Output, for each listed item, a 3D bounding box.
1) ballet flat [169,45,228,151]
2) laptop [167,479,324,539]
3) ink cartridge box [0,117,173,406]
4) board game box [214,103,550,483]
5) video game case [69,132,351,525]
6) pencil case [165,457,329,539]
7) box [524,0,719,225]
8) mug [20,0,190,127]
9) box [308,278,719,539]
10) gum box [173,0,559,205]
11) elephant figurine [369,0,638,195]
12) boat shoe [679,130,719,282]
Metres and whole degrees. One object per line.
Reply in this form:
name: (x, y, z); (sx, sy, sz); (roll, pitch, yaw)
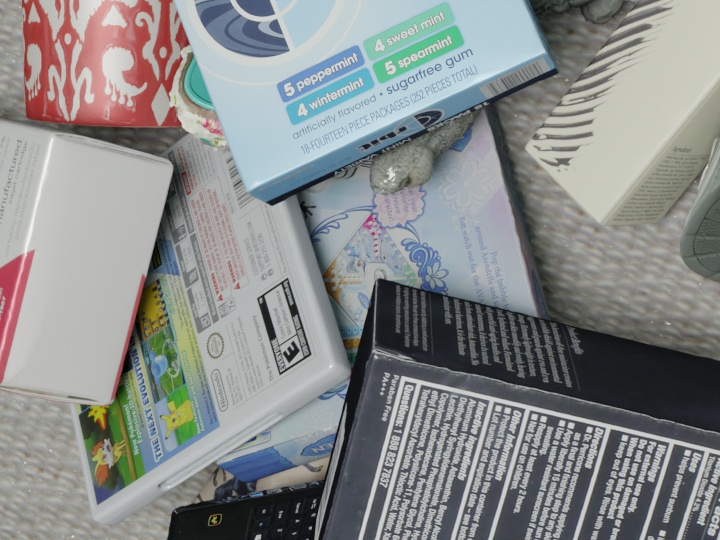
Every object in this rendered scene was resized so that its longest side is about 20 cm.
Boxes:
ballet flat: (-0.048, -0.152, 0.919); (0.076, 0.064, 0.200); (31, 69, 10)
laptop: (-0.012, 0.217, 0.921); (0.103, 0.200, 0.177); (53, 139, 45)
ink cartridge box: (-0.210, -0.015, 0.942); (0.200, 0.086, 0.148); (15, 92, 49)
board game box: (0.000, 0.000, 0.924); (0.199, 0.043, 0.200); (-19, 60, 15)
video game case: (-0.104, 0.020, 0.924); (0.182, 0.022, 0.200); (-33, 55, 22)
pencil case: (-0.058, 0.151, 0.977); (0.200, 0.089, 0.078); (-54, 49, 11)
box: (0.185, -0.119, 0.866); (0.068, 0.082, 0.200); (48, 116, 23)
mug: (-0.125, -0.187, 0.944); (0.177, 0.133, 0.200); (6, 99, 15)
box: (0.078, 0.133, 0.801); (0.198, 0.123, 0.200); (14, 107, -2)
gum box: (-0.013, -0.160, 0.831); (0.170, 0.045, 0.200); (-24, 77, 11)
elephant figurine: (0.056, -0.161, 0.890); (0.200, 0.155, 0.142); (-31, 108, 5)
boat shoe: (0.225, -0.079, 0.836); (0.074, 0.065, 0.202); (17, 135, 1)
